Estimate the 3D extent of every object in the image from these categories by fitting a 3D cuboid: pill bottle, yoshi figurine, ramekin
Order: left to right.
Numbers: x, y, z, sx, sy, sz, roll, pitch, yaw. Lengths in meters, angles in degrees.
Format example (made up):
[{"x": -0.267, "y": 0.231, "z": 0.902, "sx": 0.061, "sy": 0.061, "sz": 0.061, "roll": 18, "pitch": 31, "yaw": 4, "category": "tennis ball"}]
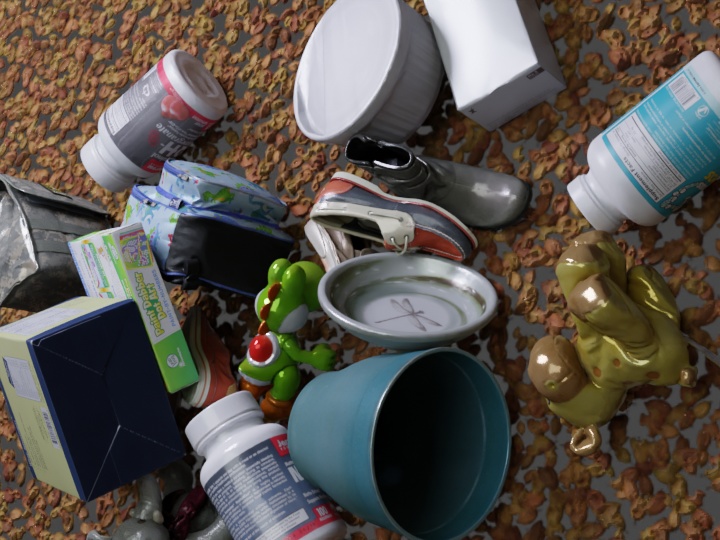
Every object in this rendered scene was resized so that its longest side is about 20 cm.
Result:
[{"x": -0.285, "y": -0.197, "z": 1.762, "sx": 0.200, "sy": 0.110, "sz": 0.111, "roll": -38, "pitch": 58, "yaw": 21, "category": "pill bottle"}, {"x": -0.113, "y": 0.245, "z": 1.478, "sx": 0.119, "sy": 0.119, "sz": 0.201, "roll": -40, "pitch": 72, "yaw": 19, "category": "pill bottle"}, {"x": -0.082, "y": 0.071, "z": 1.539, "sx": 0.112, "sy": 0.112, "sz": 0.201, "roll": -91, "pitch": 12, "yaw": -59, "category": "yoshi figurine"}, {"x": 0.014, "y": -0.233, "z": 1.546, "sx": 0.202, "sy": 0.094, "sz": 0.204, "roll": -28, "pitch": 52, "yaw": 43, "category": "ramekin"}, {"x": 0.310, "y": -0.121, "z": 1.322, "sx": 0.200, "sy": 0.111, "sz": 0.111, "roll": -39, "pitch": 58, "yaw": 20, "category": "pill bottle"}]

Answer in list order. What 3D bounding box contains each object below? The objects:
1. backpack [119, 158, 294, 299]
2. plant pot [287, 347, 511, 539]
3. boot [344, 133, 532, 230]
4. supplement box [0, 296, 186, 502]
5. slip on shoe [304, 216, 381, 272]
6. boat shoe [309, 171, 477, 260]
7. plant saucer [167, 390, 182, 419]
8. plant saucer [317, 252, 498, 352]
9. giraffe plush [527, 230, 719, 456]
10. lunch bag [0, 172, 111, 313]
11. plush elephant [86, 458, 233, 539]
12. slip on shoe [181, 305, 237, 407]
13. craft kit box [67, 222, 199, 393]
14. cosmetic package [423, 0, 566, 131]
[{"x": -0.196, "y": -0.055, "z": 1.613, "sx": 0.199, "sy": 0.182, "sz": 0.148, "roll": 20, "pitch": 94, "yaw": 48, "category": "backpack"}, {"x": 0.027, "y": 0.181, "z": 1.392, "sx": 0.187, "sy": 0.199, "sz": 0.202, "roll": -2, "pitch": 75, "yaw": 50, "category": "plant pot"}, {"x": 0.083, "y": -0.102, "z": 1.462, "sx": 0.199, "sy": 0.130, "sz": 0.068, "roll": 14, "pitch": 83, "yaw": 37, "category": "boot"}, {"x": -0.334, "y": 0.147, "z": 1.550, "sx": 0.199, "sy": 0.134, "sz": 0.201, "roll": 1, "pitch": 110, "yaw": 58, "category": "supplement box"}, {"x": 0.000, "y": 0.000, "z": 1.532, "sx": 0.060, "sy": 0.076, "sz": 0.201, "roll": -39, "pitch": 51, "yaw": 13, "category": "slip on shoe"}, {"x": 0.038, "y": -0.051, "z": 1.490, "sx": 0.199, "sy": 0.071, "sz": 0.063, "roll": 23, "pitch": 61, "yaw": 19, "category": "boat shoe"}, {"x": -0.305, "y": 0.168, "z": 1.716, "sx": 0.199, "sy": 0.034, "sz": 0.202, "roll": -10, "pitch": 71, "yaw": 32, "category": "plant saucer"}, {"x": 0.051, "y": 0.043, "z": 1.428, "sx": 0.199, "sy": 0.199, "sz": 0.051, "roll": 25, "pitch": 123, "yaw": 37, "category": "plant saucer"}, {"x": 0.240, "y": 0.086, "z": 1.305, "sx": 0.200, "sy": 0.173, "sz": 0.162, "roll": 44, "pitch": 117, "yaw": 0, "category": "giraffe plush"}, {"x": -0.428, "y": -0.045, "z": 1.783, "sx": 0.117, "sy": 0.164, "sz": 0.201, "roll": -38, "pitch": 58, "yaw": 26, "category": "lunch bag"}, {"x": -0.234, "y": 0.305, "z": 1.548, "sx": 0.164, "sy": 0.155, "sz": 0.202, "roll": 2, "pitch": 77, "yaw": 35, "category": "plush elephant"}, {"x": -0.194, "y": 0.110, "z": 1.618, "sx": 0.074, "sy": 0.061, "sz": 0.200, "roll": -66, "pitch": 24, "yaw": 19, "category": "slip on shoe"}, {"x": -0.280, "y": 0.046, "z": 1.579, "sx": 0.197, "sy": 0.048, "sz": 0.201, "roll": -1, "pitch": 110, "yaw": 65, "category": "craft kit box"}, {"x": 0.150, "y": -0.278, "z": 1.501, "sx": 0.112, "sy": 0.081, "sz": 0.201, "roll": -26, "pitch": 64, "yaw": 27, "category": "cosmetic package"}]
